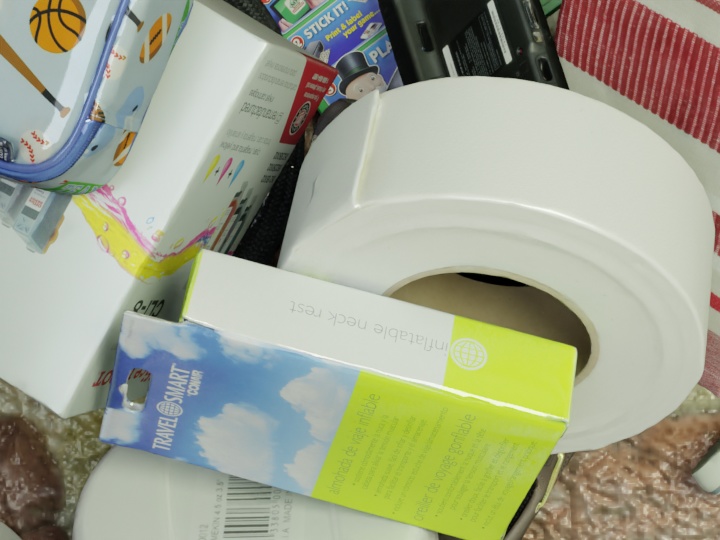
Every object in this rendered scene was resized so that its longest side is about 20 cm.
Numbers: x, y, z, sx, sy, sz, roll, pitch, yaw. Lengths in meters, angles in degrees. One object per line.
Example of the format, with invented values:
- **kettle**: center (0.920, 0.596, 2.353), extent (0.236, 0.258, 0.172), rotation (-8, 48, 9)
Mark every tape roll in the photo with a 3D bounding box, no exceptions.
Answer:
- **tape roll**: center (0.061, 0.003, 0.897), extent (0.201, 0.203, 0.071), rotation (5, 54, 10)

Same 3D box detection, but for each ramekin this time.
- **ramekin**: center (-0.051, 0.150, 0.982), extent (0.199, 0.201, 0.098), rotation (6, 129, 10)

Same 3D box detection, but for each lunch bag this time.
- **lunch bag**: center (-0.153, -0.137, 0.841), extent (0.159, 0.076, 0.201), rotation (23, 92, 14)

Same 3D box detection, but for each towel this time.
- **towel**: center (0.143, -0.052, 0.932), extent (0.144, 0.023, 0.201), rotation (35, 135, 30)

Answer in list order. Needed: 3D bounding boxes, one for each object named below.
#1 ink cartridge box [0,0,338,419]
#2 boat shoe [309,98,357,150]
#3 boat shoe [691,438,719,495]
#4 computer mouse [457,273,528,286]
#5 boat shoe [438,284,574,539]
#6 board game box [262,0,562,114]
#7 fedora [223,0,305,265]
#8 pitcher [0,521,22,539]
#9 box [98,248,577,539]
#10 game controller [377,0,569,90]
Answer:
- **ink cartridge box**: center (-0.132, -0.051, 0.947), extent (0.144, 0.145, 0.201), rotation (32, 97, 10)
- **boat shoe**: center (0.000, 0.000, 1.025), extent (0.063, 0.072, 0.201), rotation (46, 144, 41)
- **boat shoe**: center (0.269, 0.069, 1.020), extent (0.200, 0.070, 0.072), rotation (-38, 85, 11)
- **computer mouse**: center (0.059, -0.023, 1.057), extent (0.198, 0.053, 0.139), rotation (-5, 118, 10)
- **boat shoe**: center (0.079, 0.094, 1.047), extent (0.071, 0.060, 0.201), rotation (26, 114, 4)
- **board game box**: center (0.038, -0.173, 1.056), extent (0.199, 0.029, 0.135), rotation (-35, 89, 14)
- **fedora**: center (-0.110, -0.073, 1.065), extent (0.199, 0.092, 0.202), rotation (0, 90, 12)
- **pitcher**: center (-0.256, 0.227, 1.130), extent (0.171, 0.121, 0.201), rotation (37, 92, 19)
- **box**: center (-0.013, 0.059, 0.893), extent (0.199, 0.048, 0.122), rotation (15, 144, -4)
- **game controller**: center (0.059, -0.102, 0.977), extent (0.104, 0.042, 0.201), rotation (-35, 64, 43)
